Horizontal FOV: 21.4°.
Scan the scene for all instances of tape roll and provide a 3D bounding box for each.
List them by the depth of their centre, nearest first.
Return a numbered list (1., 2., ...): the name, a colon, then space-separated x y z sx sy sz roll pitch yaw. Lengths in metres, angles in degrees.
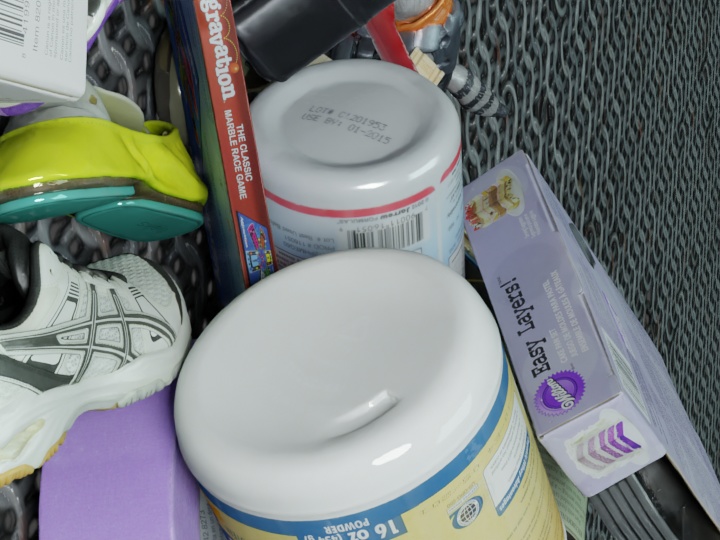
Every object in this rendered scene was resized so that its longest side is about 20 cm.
1. tape roll: -0.080 0.133 0.901 0.200 0.066 0.200 -8 90 -76

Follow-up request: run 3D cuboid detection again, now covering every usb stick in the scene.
1. usb stick: 0.022 -0.160 0.893 0.055 0.200 0.033 45 13 -48

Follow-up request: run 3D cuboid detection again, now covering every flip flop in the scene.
1. flip flop: -0.054 -0.135 1.017 0.200 0.058 0.081 -64 148 -50

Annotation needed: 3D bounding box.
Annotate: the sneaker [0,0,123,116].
1. sneaker: -0.117 -0.134 0.819 0.083 0.081 0.200 78 22 -46

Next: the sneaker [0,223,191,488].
1. sneaker: -0.129 0.018 0.791 0.200 0.076 0.088 -44 132 -64

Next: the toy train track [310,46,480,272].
1. toy train track: 0.040 -0.047 1.045 0.200 0.033 0.115 43 74 -18

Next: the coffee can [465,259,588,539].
1. coffee can: 0.067 0.090 1.126 0.146 0.146 0.200 64 28 -51

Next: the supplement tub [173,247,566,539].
1. supplement tub: 0.013 0.105 0.856 0.145 0.145 0.200 -70 149 -42

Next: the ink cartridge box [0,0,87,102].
1. ink cartridge box: -0.172 -0.142 0.651 0.200 0.083 0.147 8 83 -70

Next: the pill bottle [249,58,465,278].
1. pill bottle: 0.000 0.000 0.980 0.109 0.109 0.200 -67 160 -46

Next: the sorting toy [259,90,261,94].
1. sorting toy: -0.036 0.016 1.118 0.185 0.036 0.200 50 40 -61

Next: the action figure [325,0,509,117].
1. action figure: 0.039 -0.164 1.218 0.193 0.105 0.200 68 31 -66

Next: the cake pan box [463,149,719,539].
1. cake pan box: 0.127 0.064 0.970 0.184 0.052 0.200 49 16 -39

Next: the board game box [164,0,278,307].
1. board game box: -0.066 -0.065 0.898 0.103 0.019 0.200 -133 -148 -67

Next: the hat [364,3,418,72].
1. hat: -0.057 -0.186 0.955 0.166 0.200 0.176 -27 149 -46

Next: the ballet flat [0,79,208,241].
1. ballet flat: -0.122 -0.051 0.839 0.200 0.067 0.067 7 70 -75
